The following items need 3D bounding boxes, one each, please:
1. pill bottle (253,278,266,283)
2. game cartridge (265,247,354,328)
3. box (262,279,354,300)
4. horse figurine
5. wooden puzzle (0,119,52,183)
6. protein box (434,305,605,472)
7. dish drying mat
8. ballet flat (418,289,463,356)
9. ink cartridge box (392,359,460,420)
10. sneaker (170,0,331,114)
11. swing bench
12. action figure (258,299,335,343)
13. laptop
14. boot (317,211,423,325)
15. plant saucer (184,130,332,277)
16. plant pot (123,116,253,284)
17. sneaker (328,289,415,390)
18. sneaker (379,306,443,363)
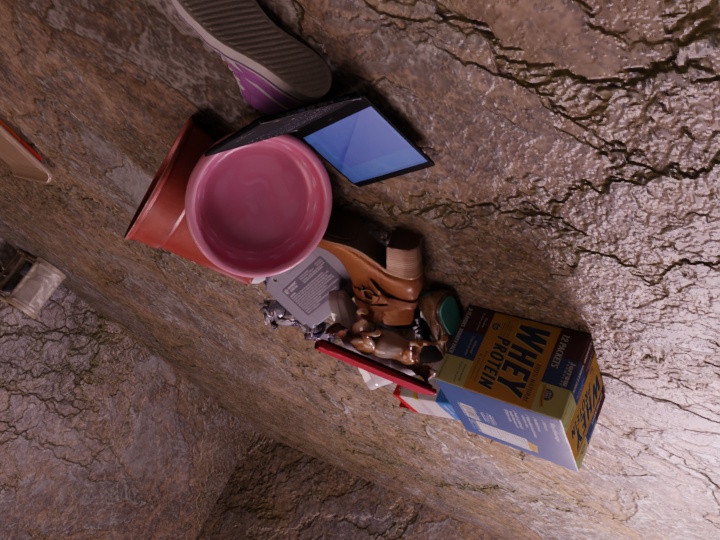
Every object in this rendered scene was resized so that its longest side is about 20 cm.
[{"bbox_3d":[-0.249,-0.054,1.159,0.197,0.111,0.110,17,154,27],"label":"pill bottle"},{"bbox_3d":[-0.078,0.013,1.101,0.133,0.041,0.199,41,136,-11],"label":"game cartridge"},{"bbox_3d":[-0.100,0.027,1.224,0.197,0.048,0.123,17,153,29],"label":"box"},{"bbox_3d":[0.040,0.109,0.981,0.197,0.051,0.133,17,156,-7],"label":"horse figurine"},{"bbox_3d":[-0.795,-0.287,1.446,0.183,0.037,0.201,13,147,36],"label":"wooden puzzle"},{"bbox_3d":[0.252,0.183,1.006,0.198,0.136,0.199,13,151,35],"label":"protein box"},{"bbox_3d":[0.022,0.153,1.024,0.197,0.018,0.077,23,167,-8],"label":"dish drying mat"},{"bbox_3d":[0.138,0.097,1.065,0.072,0.068,0.201,23,156,41],"label":"ballet flat"},{"bbox_3d":[0.139,0.202,1.205,0.067,0.117,0.199,41,154,-28],"label":"ink cartridge box"},{"bbox_3d":[-0.136,-0.238,0.707,0.200,0.073,0.114,40,158,-21],"label":"sneaker"},{"bbox_3d":[-1.283,0.050,2.490,0.197,0.201,0.130,14,153,32],"label":"swing bench"},{"bbox_3d":[-0.125,0.103,1.298,0.129,0.070,0.199,22,176,36],"label":"action figure"},{"bbox_3d":[-0.051,-0.131,0.752,0.176,0.198,0.105,-5,106,58],"label":"laptop"},{"bbox_3d":[0.000,0.000,0.975,0.196,0.077,0.157,11,131,12],"label":"boot"},{"bbox_3d":[-0.138,-0.093,0.875,0.200,0.201,0.051,43,-178,-29],"label":"plant saucer"},{"bbox_3d":[-0.219,-0.089,0.973,0.194,0.203,0.200,30,158,-22],"label":"plant pot"},{"bbox_3d":[0.032,0.100,1.063,0.114,0.074,0.202,-18,120,18],"label":"sneaker"},{"bbox_3d":[0.088,0.097,1.117,0.199,0.077,0.090,39,147,-27],"label":"sneaker"}]
